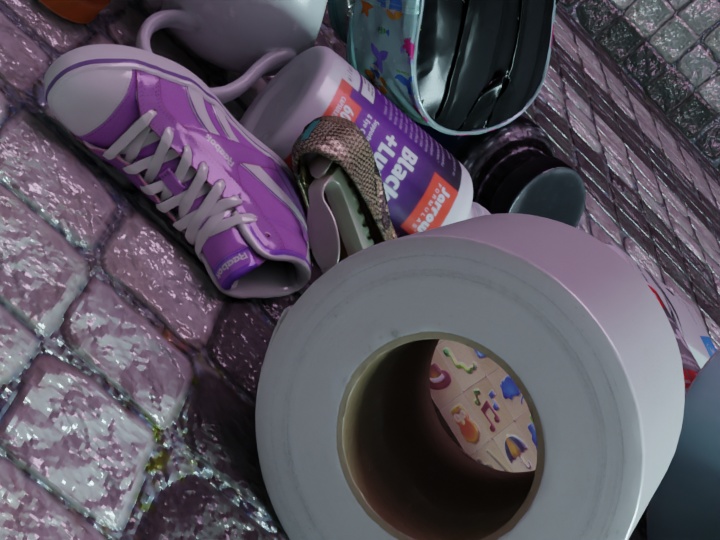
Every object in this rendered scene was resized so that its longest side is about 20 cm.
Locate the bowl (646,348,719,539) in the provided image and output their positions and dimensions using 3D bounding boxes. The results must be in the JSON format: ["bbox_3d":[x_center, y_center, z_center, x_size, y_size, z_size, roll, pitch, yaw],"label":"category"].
[{"bbox_3d":[0.319,0.162,0.966,0.105,0.202,0.200,19,1,38],"label":"bowl"}]

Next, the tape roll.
[{"bbox_3d":[0.062,0.075,0.657,0.203,0.203,0.139,51,22,8],"label":"tape roll"}]

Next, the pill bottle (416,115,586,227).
[{"bbox_3d":[0.092,-0.091,1.036,0.112,0.112,0.200,25,12,-45],"label":"pill bottle"}]

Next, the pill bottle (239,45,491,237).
[{"bbox_3d":[0.011,-0.059,0.901,0.200,0.111,0.112,38,24,-24],"label":"pill bottle"}]

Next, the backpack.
[{"bbox_3d":[0.066,-0.206,0.928,0.177,0.201,0.150,-16,23,-42],"label":"backpack"}]

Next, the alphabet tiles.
[{"bbox_3d":[0.105,0.076,0.823,0.168,0.008,0.200,58,34,6],"label":"alphabet tiles"}]

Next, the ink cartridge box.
[{"bbox_3d":[0.290,0.051,1.302,0.200,0.068,0.116,32,26,-34],"label":"ink cartridge box"}]

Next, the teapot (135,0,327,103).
[{"bbox_3d":[-0.108,-0.241,0.935,0.145,0.199,0.200,3,19,-18],"label":"teapot"}]

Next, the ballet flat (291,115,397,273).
[{"bbox_3d":[0.000,0.000,0.806,0.075,0.067,0.201,-49,122,-57],"label":"ballet flat"}]

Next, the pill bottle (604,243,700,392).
[{"bbox_3d":[0.224,0.075,1.076,0.114,0.114,0.201,30,28,-38],"label":"pill bottle"}]

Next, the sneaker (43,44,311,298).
[{"bbox_3d":[-0.099,-0.051,0.742,0.200,0.073,0.115,30,31,-38],"label":"sneaker"}]

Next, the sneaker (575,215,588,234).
[{"bbox_3d":[0.152,0.025,1.017,0.075,0.115,0.200,43,22,-23],"label":"sneaker"}]

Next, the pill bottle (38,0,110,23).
[{"bbox_3d":[-0.145,-0.256,0.816,0.106,0.200,0.106,39,22,-20],"label":"pill bottle"}]
